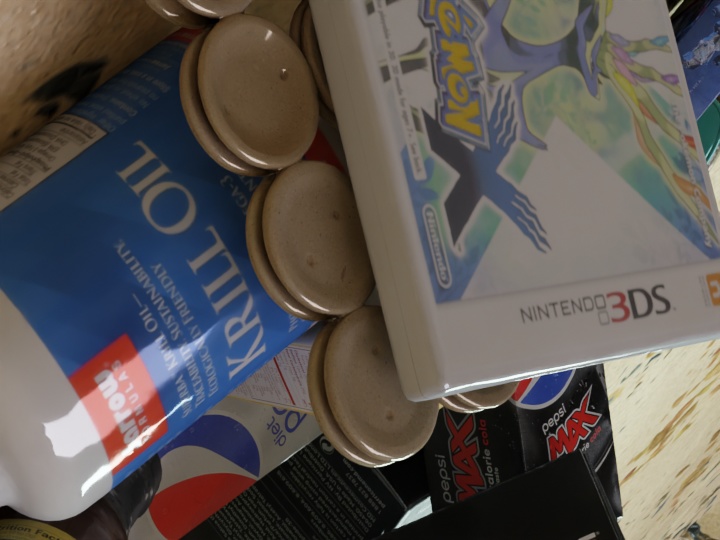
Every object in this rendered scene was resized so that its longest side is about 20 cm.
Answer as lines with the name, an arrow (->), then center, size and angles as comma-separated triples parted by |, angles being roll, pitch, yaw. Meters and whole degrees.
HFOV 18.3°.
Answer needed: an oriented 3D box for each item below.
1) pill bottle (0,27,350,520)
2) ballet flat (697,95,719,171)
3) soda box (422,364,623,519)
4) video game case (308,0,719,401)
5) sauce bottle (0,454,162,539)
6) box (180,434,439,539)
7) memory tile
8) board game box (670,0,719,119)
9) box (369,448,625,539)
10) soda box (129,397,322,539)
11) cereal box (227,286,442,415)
pill bottle -> -0.096, 0.013, 0.756 | 0.200, 0.112, 0.112 | -40, 163, -20
ballet flat -> 0.138, -0.037, 1.319 | 0.200, 0.070, 0.069 | -46, 164, 10
soda box -> 0.064, 0.024, 1.015 | 0.063, 0.202, 0.070 | -19, -165, -40
video game case -> 0.055, -0.066, 0.768 | 0.022, 0.202, 0.181 | -18, 173, 41
sauce bottle -> -0.116, 0.118, 0.772 | 0.065, 0.064, 0.200 | -53, -177, 28
box -> 0.002, 0.110, 1.154 | 0.147, 0.104, 0.201 | -26, 157, -42
memory tile -> 0.005, -0.046, 0.739 | 0.017, 0.202, 0.153 | -18, -174, 43
board game box -> 0.192, -0.135, 1.170 | 0.200, 0.035, 0.136 | -51, -178, 19
box -> 0.048, 0.168, 0.941 | 0.163, 0.087, 0.200 | -24, 156, 5
soda box -> -0.090, 0.070, 0.939 | 0.199, 0.068, 0.064 | -35, 120, -28
cereal box -> 0.000, 0.000, 0.875 | 0.144, 0.040, 0.199 | -35, -156, -31
